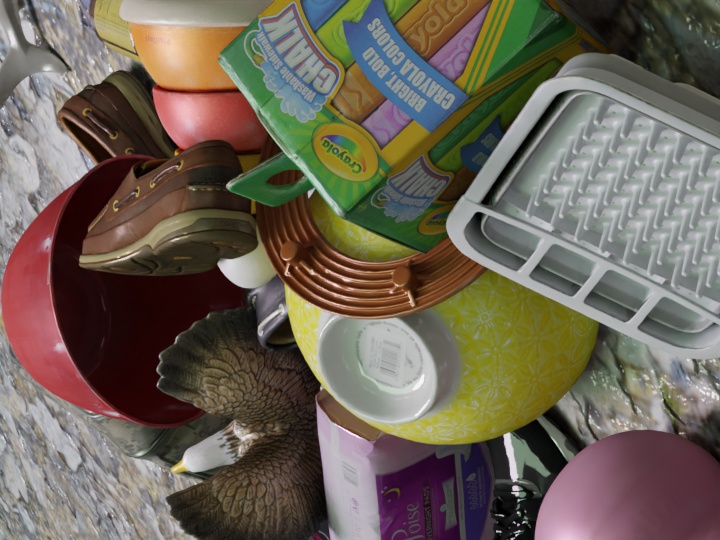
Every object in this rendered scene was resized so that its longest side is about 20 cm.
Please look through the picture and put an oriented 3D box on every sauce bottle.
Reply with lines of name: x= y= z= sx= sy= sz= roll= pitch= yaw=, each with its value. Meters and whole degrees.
sauce bottle: x=-0.135 y=-0.171 z=1.583 sx=0.200 sy=0.065 sz=0.065 roll=31 pitch=140 yaw=61

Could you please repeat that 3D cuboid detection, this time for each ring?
ring: x=0.020 y=-0.068 z=1.296 sx=0.200 sy=0.200 sz=0.019 roll=42 pitch=-174 yaw=38

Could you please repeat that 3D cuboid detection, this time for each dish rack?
dish rack: x=0.149 y=-0.036 z=1.158 sx=0.172 sy=0.044 sz=0.200 roll=26 pitch=151 yaw=-4

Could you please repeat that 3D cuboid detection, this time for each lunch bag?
lunch bag: x=-0.168 y=0.085 z=1.828 sx=0.200 sy=0.139 sz=0.168 roll=25 pitch=163 yaw=51

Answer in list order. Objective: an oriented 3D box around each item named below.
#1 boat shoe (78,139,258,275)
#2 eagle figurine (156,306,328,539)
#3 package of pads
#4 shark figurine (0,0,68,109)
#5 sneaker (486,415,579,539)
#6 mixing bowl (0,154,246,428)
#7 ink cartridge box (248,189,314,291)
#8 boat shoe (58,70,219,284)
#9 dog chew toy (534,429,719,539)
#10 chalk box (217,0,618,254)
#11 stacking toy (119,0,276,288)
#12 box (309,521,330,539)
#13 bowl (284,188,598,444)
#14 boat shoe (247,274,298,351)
boat shoe: x=-0.120 y=-0.035 z=1.401 sx=0.200 sy=0.072 sz=0.068 roll=-17 pitch=72 yaw=61
eagle figurine: x=-0.069 y=0.114 z=1.567 sx=0.152 sy=0.151 sz=0.200 roll=37 pitch=180 yaw=7
package of pads: x=0.037 y=0.147 z=1.520 sx=0.076 sy=0.120 sz=0.200 roll=38 pitch=146 yaw=41
shark figurine: x=-0.309 y=-0.243 z=1.848 sx=0.128 sy=0.089 sz=0.215 roll=50 pitch=150 yaw=29
sneaker: x=0.115 y=0.183 z=1.444 sx=0.200 sy=0.088 sz=0.076 roll=65 pitch=155 yaw=-3
mixing bowl: x=-0.189 y=0.024 z=1.644 sx=0.108 sy=0.200 sz=0.200 roll=-14 pitch=103 yaw=38
ink cartridge box: x=-0.055 y=-0.058 z=1.591 sx=0.200 sy=0.041 sz=0.200 roll=-13 pitch=102 yaw=63
boat shoe: x=-0.166 y=-0.061 z=1.750 sx=0.200 sy=0.068 sz=0.072 roll=56 pitch=153 yaw=14
dog chew toy: x=0.195 y=0.179 z=1.263 sx=0.200 sy=0.125 sz=0.125 roll=38 pitch=145 yaw=29
chalk box: x=0.018 y=-0.096 z=1.204 sx=0.124 sy=0.200 sz=0.125 roll=52 pitch=-166 yaw=22
stacking toy: x=-0.078 y=-0.088 z=1.439 sx=0.146 sy=0.146 sz=0.200 roll=19 pitch=114 yaw=56
box: x=-0.040 y=0.253 z=1.781 sx=0.122 sy=0.106 sz=0.200 roll=42 pitch=147 yaw=36
bowl: x=0.031 y=0.032 z=1.340 sx=0.200 sy=0.108 sz=0.200 roll=14 pitch=124 yaw=21
boat shoe: x=0.000 y=0.000 z=1.445 sx=0.200 sy=0.074 sz=0.060 roll=-22 pitch=63 yaw=40
